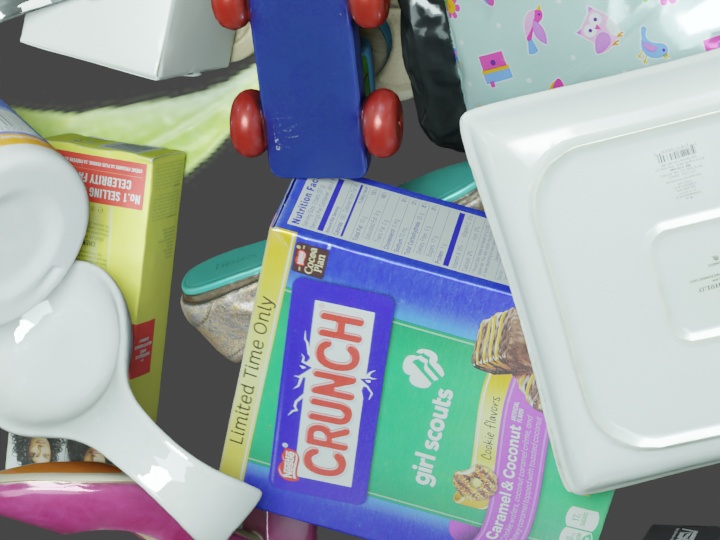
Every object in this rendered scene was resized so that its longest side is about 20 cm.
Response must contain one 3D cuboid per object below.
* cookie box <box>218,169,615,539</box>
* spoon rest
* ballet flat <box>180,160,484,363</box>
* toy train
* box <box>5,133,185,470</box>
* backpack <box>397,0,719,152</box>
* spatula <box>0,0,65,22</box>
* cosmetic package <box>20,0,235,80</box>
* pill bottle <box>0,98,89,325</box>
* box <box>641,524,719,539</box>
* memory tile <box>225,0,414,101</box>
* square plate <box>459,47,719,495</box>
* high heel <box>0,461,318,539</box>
[{"bbox_3d":[0.040,0.057,1.124,0.199,0.075,0.172,15,121,4],"label":"cookie box"},{"bbox_3d":[-0.133,0.065,1.140,0.200,0.061,0.099,38,89,36],"label":"spoon rest"},{"bbox_3d":[0.000,0.000,1.183,0.199,0.068,0.067,-19,111,23],"label":"ballet flat"},{"bbox_3d":[-0.021,-0.156,1.083,0.084,0.116,0.201,1,122,12],"label":"toy train"},{"bbox_3d":[-0.148,0.028,1.229,0.075,0.050,0.201,11,100,16],"label":"box"},{"bbox_3d":[0.119,-0.132,1.074,0.199,0.127,0.167,-3,113,24],"label":"backpack"},{"bbox_3d":[-0.155,-0.138,1.095,0.199,0.021,0.057,-15,107,14],"label":"spatula"},{"bbox_3d":[-0.101,-0.206,1.138,0.085,0.108,0.201,17,101,13],"label":"cosmetic package"},{"bbox_3d":[-0.244,-0.065,1.187,0.200,0.112,0.112,40,108,35],"label":"pill bottle"},{"bbox_3d":[0.156,0.244,1.112,0.044,0.160,0.201,1,97,18],"label":"box"},{"bbox_3d":[-0.041,-0.180,1.187,0.199,0.017,0.154,14,101,14],"label":"memory tile"},{"bbox_3d":[0.164,-0.001,1.014,0.199,0.028,0.199,-14,105,15],"label":"square plate"},{"bbox_3d":[-0.115,0.155,1.191,0.199,0.067,0.096,6,92,-27],"label":"high heel"}]
